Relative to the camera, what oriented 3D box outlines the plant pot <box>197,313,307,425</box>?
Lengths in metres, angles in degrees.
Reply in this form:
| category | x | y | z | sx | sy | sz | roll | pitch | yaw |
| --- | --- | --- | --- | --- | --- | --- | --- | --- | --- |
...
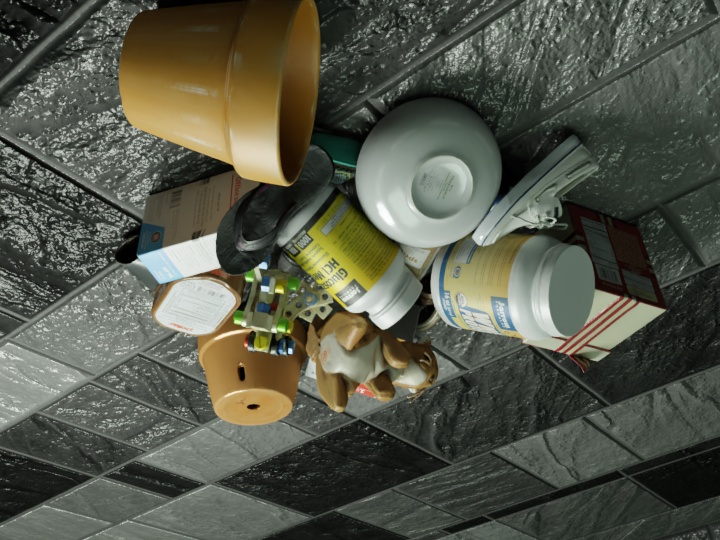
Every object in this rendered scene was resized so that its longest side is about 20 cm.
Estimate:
| category | x | y | z | sx | sy | sz | roll | pitch | yaw |
| --- | --- | --- | --- | --- | --- | --- | --- | --- | --- |
| plant pot | -0.188 | 0.179 | 1.429 | 0.197 | 0.141 | 0.201 | -4 | 145 | -3 |

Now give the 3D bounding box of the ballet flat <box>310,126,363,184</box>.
| category | x | y | z | sx | sy | sz | roll | pitch | yaw |
| --- | --- | --- | --- | --- | --- | --- | --- | --- | --- |
| ballet flat | -0.084 | -0.157 | 1.047 | 0.198 | 0.075 | 0.074 | 20 | 137 | -27 |

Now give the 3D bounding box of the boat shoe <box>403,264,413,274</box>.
| category | x | y | z | sx | sy | sz | roll | pitch | yaw |
| --- | --- | --- | --- | --- | --- | --- | --- | --- | --- |
| boat shoe | 0.000 | -0.001 | 1.211 | 0.200 | 0.072 | 0.070 | 37 | 141 | -13 |

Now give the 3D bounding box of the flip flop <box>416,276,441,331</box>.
| category | x | y | z | sx | sy | sz | roll | pitch | yaw |
| --- | --- | --- | --- | --- | --- | --- | --- | --- | --- |
| flip flop | 0.131 | 0.032 | 1.339 | 0.057 | 0.081 | 0.200 | 35 | 148 | 4 |

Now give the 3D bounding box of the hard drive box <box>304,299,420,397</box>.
| category | x | y | z | sx | sy | sz | roll | pitch | yaw |
| --- | --- | --- | --- | --- | --- | --- | --- | --- | --- |
| hard drive box | 0.000 | 0.124 | 1.401 | 0.154 | 0.077 | 0.201 | 17 | 142 | -1 |

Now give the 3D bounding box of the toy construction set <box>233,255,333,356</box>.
| category | x | y | z | sx | sy | sz | roll | pitch | yaw |
| --- | --- | --- | --- | --- | --- | --- | --- | --- | --- |
| toy construction set | -0.111 | 0.051 | 1.126 | 0.091 | 0.133 | 0.200 | 6 | 174 | 22 |

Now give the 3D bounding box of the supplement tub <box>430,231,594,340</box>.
| category | x | y | z | sx | sy | sz | roll | pitch | yaw |
| --- | --- | --- | --- | --- | --- | --- | --- | --- | --- |
| supplement tub | 0.214 | 0.020 | 1.156 | 0.199 | 0.146 | 0.144 | 6 | 160 | 45 |

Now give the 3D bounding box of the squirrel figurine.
| category | x | y | z | sx | sy | sz | roll | pitch | yaw |
| --- | --- | --- | --- | --- | --- | --- | --- | --- | --- |
| squirrel figurine | 0.021 | 0.129 | 1.251 | 0.185 | 0.144 | 0.199 | 7 | -174 | -29 |

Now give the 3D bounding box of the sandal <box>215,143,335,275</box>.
| category | x | y | z | sx | sy | sz | roll | pitch | yaw |
| --- | --- | --- | --- | --- | --- | --- | --- | --- | --- |
| sandal | -0.115 | -0.076 | 1.000 | 0.075 | 0.048 | 0.201 | 42 | 103 | 1 |

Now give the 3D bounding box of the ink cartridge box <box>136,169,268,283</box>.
| category | x | y | z | sx | sy | sz | roll | pitch | yaw |
| --- | --- | --- | --- | --- | --- | --- | --- | --- | --- |
| ink cartridge box | -0.194 | -0.066 | 1.105 | 0.197 | 0.117 | 0.067 | -14 | 137 | 12 |

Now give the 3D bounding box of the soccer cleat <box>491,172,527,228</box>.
| category | x | y | z | sx | sy | sz | roll | pitch | yaw |
| --- | --- | --- | --- | --- | --- | --- | --- | --- | --- |
| soccer cleat | 0.158 | -0.093 | 1.156 | 0.197 | 0.070 | 0.087 | 2 | 126 | -14 |

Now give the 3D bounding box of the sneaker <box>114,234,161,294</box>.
| category | x | y | z | sx | sy | sz | roll | pitch | yaw |
| --- | --- | --- | --- | --- | --- | --- | --- | --- | --- |
| sneaker | -0.259 | -0.022 | 1.193 | 0.198 | 0.076 | 0.106 | -22 | 145 | 22 |

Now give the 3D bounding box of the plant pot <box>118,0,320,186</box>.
| category | x | y | z | sx | sy | sz | roll | pitch | yaw |
| --- | --- | --- | --- | --- | --- | --- | --- | --- | --- |
| plant pot | -0.151 | -0.204 | 0.881 | 0.181 | 0.202 | 0.201 | 8 | 145 | 6 |

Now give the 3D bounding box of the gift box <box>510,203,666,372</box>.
| category | x | y | z | sx | sy | sz | roll | pitch | yaw |
| --- | --- | --- | --- | --- | --- | --- | --- | --- | --- |
| gift box | 0.335 | 0.038 | 1.269 | 0.183 | 0.202 | 0.187 | 18 | 140 | -23 |

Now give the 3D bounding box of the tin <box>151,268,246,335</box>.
| category | x | y | z | sx | sy | sz | roll | pitch | yaw |
| --- | --- | --- | --- | --- | --- | --- | --- | --- | --- |
| tin | -0.243 | 0.042 | 1.202 | 0.111 | 0.042 | 0.200 | 22 | 146 | -18 |

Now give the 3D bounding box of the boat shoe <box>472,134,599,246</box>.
| category | x | y | z | sx | sy | sz | roll | pitch | yaw |
| --- | --- | --- | --- | --- | --- | --- | --- | --- | --- |
| boat shoe | 0.245 | -0.087 | 1.096 | 0.202 | 0.086 | 0.075 | -42 | 170 | -11 |

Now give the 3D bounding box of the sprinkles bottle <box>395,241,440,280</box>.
| category | x | y | z | sx | sy | sz | roll | pitch | yaw |
| --- | --- | --- | --- | --- | --- | --- | --- | --- | --- |
| sprinkles bottle | 0.081 | -0.028 | 1.245 | 0.067 | 0.069 | 0.201 | 6 | 142 | -16 |

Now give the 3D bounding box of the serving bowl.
| category | x | y | z | sx | sy | sz | roll | pitch | yaw |
| --- | --- | --- | --- | --- | --- | --- | --- | --- | --- |
| serving bowl | 0.095 | -0.117 | 1.049 | 0.197 | 0.066 | 0.203 | -4 | 114 | -10 |

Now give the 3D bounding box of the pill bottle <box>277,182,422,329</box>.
| category | x | y | z | sx | sy | sz | roll | pitch | yaw |
| --- | --- | --- | --- | --- | --- | --- | --- | --- | --- |
| pill bottle | -0.013 | -0.017 | 1.113 | 0.200 | 0.113 | 0.112 | 43 | 129 | -9 |

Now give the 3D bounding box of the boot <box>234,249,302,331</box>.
| category | x | y | z | sx | sy | sz | roll | pitch | yaw |
| --- | --- | --- | --- | --- | --- | --- | --- | --- | --- |
| boot | -0.132 | 0.026 | 1.271 | 0.069 | 0.200 | 0.132 | 36 | 87 | -10 |
